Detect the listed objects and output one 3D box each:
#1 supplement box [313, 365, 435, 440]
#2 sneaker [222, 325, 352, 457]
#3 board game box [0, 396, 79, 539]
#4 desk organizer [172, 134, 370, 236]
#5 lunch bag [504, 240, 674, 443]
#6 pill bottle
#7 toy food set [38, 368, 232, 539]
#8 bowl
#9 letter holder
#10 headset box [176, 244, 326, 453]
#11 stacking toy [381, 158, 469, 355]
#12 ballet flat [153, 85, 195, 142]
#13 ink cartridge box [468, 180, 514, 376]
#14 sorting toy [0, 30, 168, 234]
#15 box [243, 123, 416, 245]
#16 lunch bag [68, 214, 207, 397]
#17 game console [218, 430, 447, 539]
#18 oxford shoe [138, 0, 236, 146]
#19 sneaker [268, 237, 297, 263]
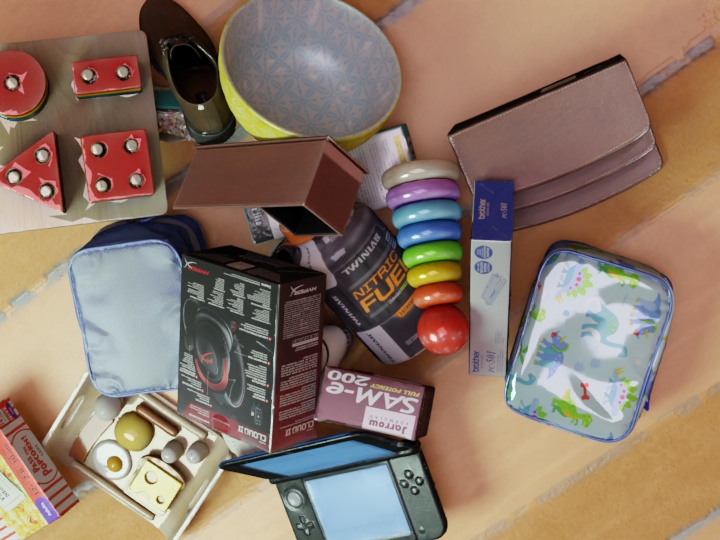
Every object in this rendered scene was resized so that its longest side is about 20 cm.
[{"bbox_3d":[0.020,0.143,1.438,0.108,0.200,0.061,11,86,7],"label":"supplement box"},{"bbox_3d":[-0.082,0.137,1.487,0.077,0.080,0.200,50,120,11],"label":"sneaker"},{"bbox_3d":[-0.454,0.264,1.594,0.200,0.046,0.152,-33,93,27],"label":"board game box"},{"bbox_3d":[-0.096,-0.084,1.374,0.199,0.072,0.077,1,63,41],"label":"desk organizer"},{"bbox_3d":[0.251,0.079,1.455,0.160,0.082,0.201,16,102,7],"label":"lunch bag"},{"bbox_3d":[0.000,0.000,1.438,0.106,0.106,0.200,-37,114,13],"label":"pill bottle"},{"bbox_3d":[-0.268,0.219,1.571,0.199,0.060,0.144,34,102,3],"label":"toy food set"},{"bbox_3d":[-0.063,-0.192,1.435,0.199,0.201,0.108,31,146,3],"label":"bowl"},{"bbox_3d":[0.213,-0.124,1.419,0.199,0.101,0.143,-22,97,12],"label":"letter holder"},{"bbox_3d":[-0.117,0.089,1.389,0.148,0.075,0.201,15,108,39],"label":"headset box"},{"bbox_3d":[0.074,-0.011,1.392,0.085,0.085,0.201,-8,82,10],"label":"stacking toy"},{"bbox_3d":[-0.249,-0.176,1.501,0.199,0.076,0.064,11,133,12],"label":"ballet flat"},{"bbox_3d":[0.138,0.011,1.407,0.044,0.094,0.201,2,133,6],"label":"ink cartridge box"},{"bbox_3d":[-0.314,-0.148,1.410,0.197,0.070,0.201,-7,92,-9],"label":"sorting toy"},{"bbox_3d":[-0.034,-0.097,1.486,0.199,0.049,0.083,-15,97,11],"label":"box"},{"bbox_3d":[-0.239,0.028,1.498,0.135,0.132,0.201,-5,104,8],"label":"lunch bag"},{"bbox_3d":[-0.030,0.254,1.485,0.199,0.118,0.172,-16,98,29],"label":"game console"},{"bbox_3d":[-0.189,-0.237,1.443,0.072,0.085,0.201,-27,62,-9],"label":"oxford shoe"},{"bbox_3d":[-0.109,0.058,1.492,0.077,0.112,0.201,16,102,6],"label":"sneaker"}]
